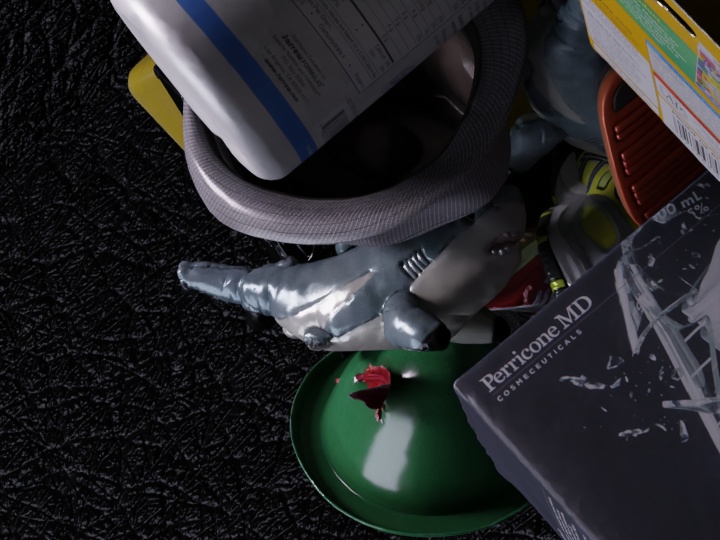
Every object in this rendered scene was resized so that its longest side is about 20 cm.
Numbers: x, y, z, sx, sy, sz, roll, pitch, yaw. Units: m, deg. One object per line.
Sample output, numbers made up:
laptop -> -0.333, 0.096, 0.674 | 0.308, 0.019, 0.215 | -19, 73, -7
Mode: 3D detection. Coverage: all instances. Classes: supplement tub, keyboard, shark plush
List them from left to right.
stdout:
keyboard -> -0.044, -0.037, 1.659 | 0.200, 0.040, 0.104 | 58, 174, -27
supplement tub -> -0.011, -0.152, 1.425 | 0.132, 0.200, 0.132 | 49, 176, 4
shark plush -> 0.000, 0.000, 1.577 | 0.200, 0.084, 0.091 | -2, -179, 39
shark plush -> 0.129, -0.113, 1.497 | 0.083, 0.091, 0.200 | 24, 153, 16

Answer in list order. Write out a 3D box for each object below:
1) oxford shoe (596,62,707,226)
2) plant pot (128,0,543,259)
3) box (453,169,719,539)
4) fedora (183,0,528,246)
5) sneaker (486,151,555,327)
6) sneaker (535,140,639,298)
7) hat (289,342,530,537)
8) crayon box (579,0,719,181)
oxford shoe -> 0.155, -0.055, 1.467 | 0.073, 0.071, 0.200 | 53, 180, 40
plant pot -> 0.015, -0.116, 1.678 | 0.200, 0.200, 0.176 | 47, 165, -5
box -> 0.188, 0.079, 1.383 | 0.197, 0.200, 0.124 | 47, 174, 30
fedora -> 0.008, -0.073, 1.507 | 0.199, 0.177, 0.090 | 1, 151, 27
sneaker -> 0.099, 0.012, 1.687 | 0.200, 0.071, 0.113 | -40, -57, -54
sneaker -> 0.147, -0.033, 1.614 | 0.200, 0.076, 0.076 | -77, -32, -60
hat -> 0.039, 0.040, 1.660 | 0.176, 0.165, 0.200 | 84, 162, -44
crayon box -> 0.145, -0.102, 1.215 | 0.126, 0.052, 0.200 | 49, 177, 18
